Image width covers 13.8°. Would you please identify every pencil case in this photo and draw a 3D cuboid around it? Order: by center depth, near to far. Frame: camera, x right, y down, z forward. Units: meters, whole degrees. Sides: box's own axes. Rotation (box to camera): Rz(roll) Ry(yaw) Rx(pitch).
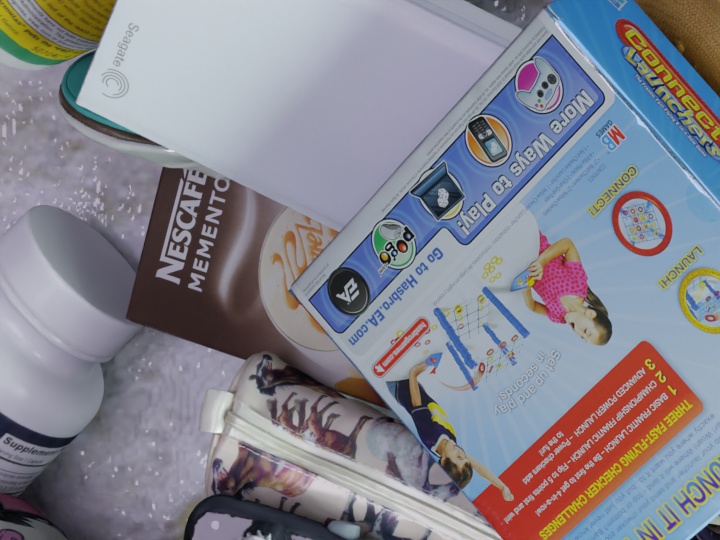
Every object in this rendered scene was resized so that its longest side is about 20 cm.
[{"bbox_3d":[0.021,0.106,1.374,0.199,0.089,0.078,23,75,13],"label":"pencil case"}]

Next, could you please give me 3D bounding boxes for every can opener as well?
[{"bbox_3d":[0.011,0.149,1.329,0.199,0.079,0.064,16,97,16],"label":"can opener"}]

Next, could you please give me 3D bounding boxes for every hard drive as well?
[{"bbox_3d":[-0.013,-0.081,1.300,0.199,0.027,0.132,26,131,-2],"label":"hard drive"}]

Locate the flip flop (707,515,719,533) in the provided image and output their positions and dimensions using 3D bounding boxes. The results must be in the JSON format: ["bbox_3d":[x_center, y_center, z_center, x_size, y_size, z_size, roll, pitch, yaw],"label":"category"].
[{"bbox_3d":[0.182,0.093,1.317,0.199,0.081,0.058,8,141,24],"label":"flip flop"}]

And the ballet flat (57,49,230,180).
[{"bbox_3d":[-0.042,-0.071,1.382,0.199,0.069,0.070,-3,92,19],"label":"ballet flat"}]

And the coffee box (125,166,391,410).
[{"bbox_3d":[0.000,0.000,1.443,0.199,0.080,0.115,17,98,20],"label":"coffee box"}]

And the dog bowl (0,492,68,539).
[{"bbox_3d":[-0.219,0.188,1.489,0.200,0.200,0.074,-43,58,18],"label":"dog bowl"}]

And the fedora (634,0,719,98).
[{"bbox_3d":[0.146,-0.036,1.302,0.200,0.082,0.201,19,115,48],"label":"fedora"}]

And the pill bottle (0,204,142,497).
[{"bbox_3d":[-0.201,0.063,1.510,0.200,0.111,0.111,-45,78,18],"label":"pill bottle"}]

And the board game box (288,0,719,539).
[{"bbox_3d":[0.097,0.016,1.240,0.196,0.056,0.200,49,129,7],"label":"board game box"}]

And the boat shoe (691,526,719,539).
[{"bbox_3d":[0.190,0.185,1.374,0.075,0.093,0.200,-41,79,19],"label":"boat shoe"}]

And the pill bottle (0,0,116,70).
[{"bbox_3d":[-0.094,-0.172,1.348,0.199,0.113,0.113,-20,86,32],"label":"pill bottle"}]
